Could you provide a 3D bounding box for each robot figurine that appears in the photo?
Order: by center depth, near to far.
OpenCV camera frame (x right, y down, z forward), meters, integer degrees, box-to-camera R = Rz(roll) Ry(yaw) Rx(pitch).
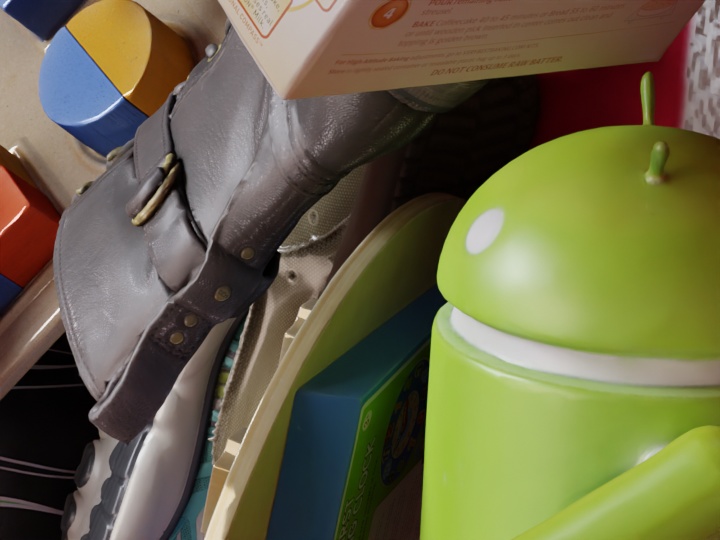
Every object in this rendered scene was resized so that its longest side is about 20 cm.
[{"bbox_3d":[0.075,0.051,0.829,0.176,0.115,0.201,-90,3,-74],"label":"robot figurine"}]

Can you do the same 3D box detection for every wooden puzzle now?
[{"bbox_3d":[-0.130,-0.064,1.102,0.200,0.046,0.185,-43,47,3],"label":"wooden puzzle"}]

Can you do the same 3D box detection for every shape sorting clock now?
[{"bbox_3d":[-0.007,0.071,0.912,0.039,0.200,0.201,20,117,15],"label":"shape sorting clock"}]

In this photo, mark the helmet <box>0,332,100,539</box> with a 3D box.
[{"bbox_3d":[-0.167,0.095,1.159,0.200,0.190,0.201,17,110,56],"label":"helmet"}]

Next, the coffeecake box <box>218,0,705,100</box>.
[{"bbox_3d":[0.065,-0.139,0.744,0.073,0.153,0.200,56,130,22],"label":"coffeecake box"}]

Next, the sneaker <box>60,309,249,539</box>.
[{"bbox_3d":[-0.042,0.039,1.062,0.201,0.079,0.078,-67,23,11],"label":"sneaker"}]

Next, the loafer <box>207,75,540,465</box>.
[{"bbox_3d":[0.000,0.000,0.992,0.067,0.076,0.200,50,125,43],"label":"loafer"}]

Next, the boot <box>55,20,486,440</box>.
[{"bbox_3d":[-0.036,-0.063,0.914,0.174,0.069,0.200,-44,27,29],"label":"boot"}]
